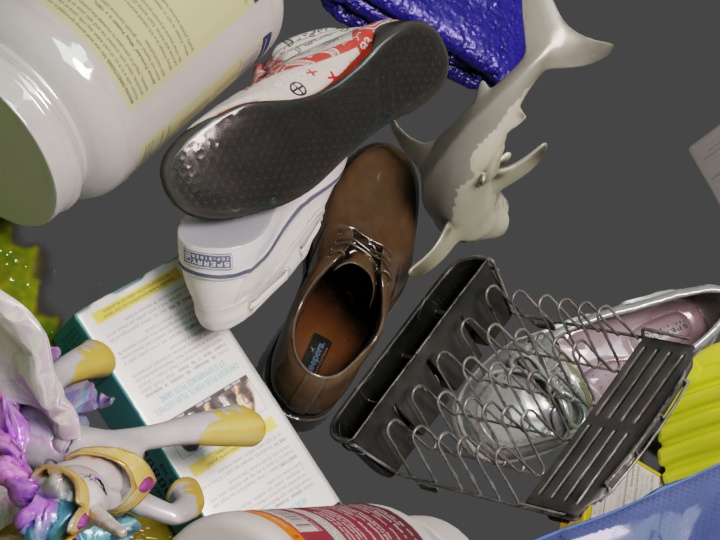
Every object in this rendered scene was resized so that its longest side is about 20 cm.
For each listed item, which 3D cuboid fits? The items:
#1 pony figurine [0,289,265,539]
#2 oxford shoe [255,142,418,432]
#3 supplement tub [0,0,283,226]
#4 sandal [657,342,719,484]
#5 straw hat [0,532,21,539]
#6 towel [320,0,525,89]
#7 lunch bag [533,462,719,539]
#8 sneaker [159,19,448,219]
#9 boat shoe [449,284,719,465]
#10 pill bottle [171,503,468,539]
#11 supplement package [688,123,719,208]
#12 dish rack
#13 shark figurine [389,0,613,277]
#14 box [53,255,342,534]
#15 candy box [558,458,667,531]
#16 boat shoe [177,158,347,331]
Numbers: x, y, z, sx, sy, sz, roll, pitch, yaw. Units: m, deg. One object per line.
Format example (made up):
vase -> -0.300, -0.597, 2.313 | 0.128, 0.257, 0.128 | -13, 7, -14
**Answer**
pony figurine -> -0.171, 0.088, 1.413 | 0.193, 0.167, 0.200 | 24, 15, 19
oxford shoe -> 0.000, 0.000, 1.602 | 0.073, 0.084, 0.200 | 23, 61, -10
supplement tub -> -0.157, -0.134, 1.547 | 0.145, 0.145, 0.200 | 47, 60, -2
sandal -> 0.243, 0.143, 1.649 | 0.087, 0.079, 0.200 | -9, 94, -53
straw hat -> -0.196, 0.242, 1.422 | 0.201, 0.085, 0.201 | 3, 57, -5
towel -> 0.066, -0.229, 1.737 | 0.148, 0.050, 0.200 | 25, 63, -13
lunch bag -> 0.170, 0.205, 1.495 | 0.200, 0.136, 0.132 | -21, 73, -17
sneaker -> -0.050, -0.088, 1.566 | 0.201, 0.108, 0.067 | -32, 107, -25
boat shoe -> 0.147, 0.060, 1.653 | 0.202, 0.065, 0.075 | -21, 80, -25
pill bottle -> -0.018, 0.183, 1.439 | 0.200, 0.109, 0.110 | 5, 66, -56
supplement package -> 0.335, -0.035, 1.741 | 0.120, 0.121, 0.200 | -23, 82, -29
dish rack -> 0.095, 0.072, 1.554 | 0.153, 0.200, 0.055 | -53, 127, -21
shark figurine -> 0.060, -0.085, 1.593 | 0.089, 0.215, 0.128 | 43, 53, 18
box -> -0.091, 0.098, 1.544 | 0.082, 0.049, 0.200 | -30, 85, -30
candy box -> 0.154, 0.211, 1.605 | 0.102, 0.026, 0.200 | 34, 57, -38
boat shoe -> -0.061, -0.029, 1.583 | 0.073, 0.065, 0.200 | 10, 29, 20
